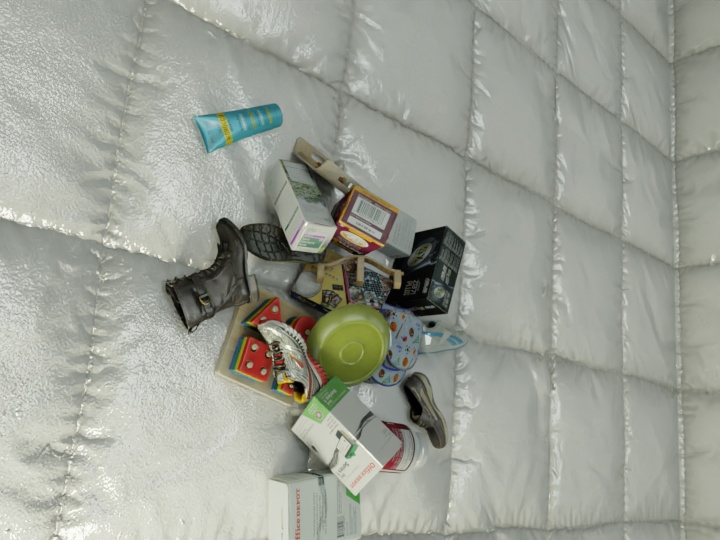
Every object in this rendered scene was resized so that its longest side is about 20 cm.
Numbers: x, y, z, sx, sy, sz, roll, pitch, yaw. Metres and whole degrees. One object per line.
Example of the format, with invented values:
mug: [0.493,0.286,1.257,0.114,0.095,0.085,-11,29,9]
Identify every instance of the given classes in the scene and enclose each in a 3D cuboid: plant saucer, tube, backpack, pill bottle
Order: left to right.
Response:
tube: [-0.257,-0.311,1.378,0.197,0.050,0.079,-26,94,-36]
plant saucer: [-0.022,0.169,1.373,0.195,0.031,0.205,-9,116,-18]
backpack: [0.054,0.174,1.524,0.197,0.152,0.196,19,82,-42]
pill bottle: [0.065,0.414,1.514,0.197,0.111,0.116,19,71,-39]

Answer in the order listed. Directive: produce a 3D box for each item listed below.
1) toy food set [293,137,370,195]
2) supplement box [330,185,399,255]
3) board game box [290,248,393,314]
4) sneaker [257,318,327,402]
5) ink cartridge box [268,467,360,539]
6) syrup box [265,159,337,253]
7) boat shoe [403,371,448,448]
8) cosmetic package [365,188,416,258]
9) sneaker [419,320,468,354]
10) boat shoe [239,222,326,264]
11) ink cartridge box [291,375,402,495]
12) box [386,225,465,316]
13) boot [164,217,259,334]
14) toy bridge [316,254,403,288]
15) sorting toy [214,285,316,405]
toy food set: [-0.061,-0.230,1.456,0.142,0.200,0.061,35,95,-33]
supplement box: [-0.005,-0.101,1.403,0.108,0.200,0.087,28,78,-10]
board game box: [-0.040,0.041,1.447,0.196,0.035,0.137,25,61,7]
sneaker: [-0.142,0.179,1.291,0.082,0.077,0.202,-48,115,-34]
ink cartridge box: [-0.097,0.505,1.372,0.197,0.082,0.151,7,80,-42]
syrup box: [-0.129,-0.137,1.372,0.077,0.082,0.203,6,45,-37]
boat shoe: [0.157,0.362,1.643,0.072,0.074,0.205,-22,90,-31]
cosmetic package: [0.044,-0.115,1.601,0.198,0.073,0.104,26,68,-38]
sneaker: [0.215,0.171,1.714,0.197,0.075,0.083,-3,83,-44]
boat shoe: [-0.172,-0.051,1.395,0.196,0.073,0.078,14,83,-29]
ink cartridge box: [-0.030,0.348,1.356,0.199,0.147,0.084,43,42,11]
box: [0.160,0.007,1.627,0.085,0.162,0.204,34,63,-33]
boot: [-0.301,0.005,1.272,0.171,0.069,0.205,-17,81,-30]
toy bridge: [0.000,0.000,1.439,0.194,0.027,0.069,4,59,-4]
sorting toy: [-0.179,0.154,1.359,0.198,0.069,0.203,32,63,-34]
